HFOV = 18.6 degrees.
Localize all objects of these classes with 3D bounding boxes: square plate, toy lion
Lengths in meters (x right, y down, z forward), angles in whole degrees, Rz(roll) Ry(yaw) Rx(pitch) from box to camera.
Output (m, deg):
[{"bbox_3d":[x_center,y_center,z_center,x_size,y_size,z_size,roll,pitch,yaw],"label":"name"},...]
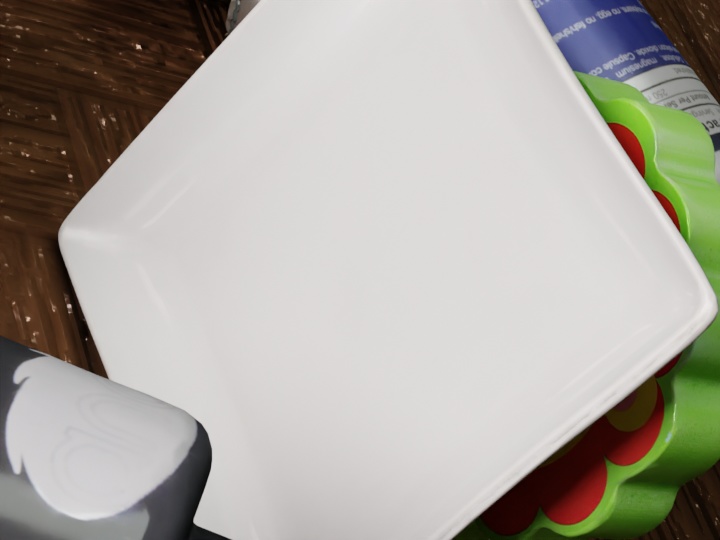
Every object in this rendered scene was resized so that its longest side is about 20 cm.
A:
[{"bbox_3d":[0.000,0.000,0.670,0.028,0.198,0.200,17,38,-45],"label":"square plate"},{"bbox_3d":[0.033,0.007,0.693,0.069,0.192,0.200,8,43,-40],"label":"toy lion"}]

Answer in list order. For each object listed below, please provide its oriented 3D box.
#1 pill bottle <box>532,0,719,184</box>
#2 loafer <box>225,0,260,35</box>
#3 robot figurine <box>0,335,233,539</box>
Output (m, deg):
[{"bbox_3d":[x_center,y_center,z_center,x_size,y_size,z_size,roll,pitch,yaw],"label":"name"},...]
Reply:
[{"bbox_3d":[0.088,-0.041,0.872,0.116,0.116,0.200,-13,63,-50],"label":"pill bottle"},{"bbox_3d":[-0.017,-0.124,0.934,0.063,0.072,0.200,26,24,14],"label":"loafer"},{"bbox_3d":[-0.112,0.073,0.522,0.199,0.150,0.125,22,44,-3],"label":"robot figurine"}]
